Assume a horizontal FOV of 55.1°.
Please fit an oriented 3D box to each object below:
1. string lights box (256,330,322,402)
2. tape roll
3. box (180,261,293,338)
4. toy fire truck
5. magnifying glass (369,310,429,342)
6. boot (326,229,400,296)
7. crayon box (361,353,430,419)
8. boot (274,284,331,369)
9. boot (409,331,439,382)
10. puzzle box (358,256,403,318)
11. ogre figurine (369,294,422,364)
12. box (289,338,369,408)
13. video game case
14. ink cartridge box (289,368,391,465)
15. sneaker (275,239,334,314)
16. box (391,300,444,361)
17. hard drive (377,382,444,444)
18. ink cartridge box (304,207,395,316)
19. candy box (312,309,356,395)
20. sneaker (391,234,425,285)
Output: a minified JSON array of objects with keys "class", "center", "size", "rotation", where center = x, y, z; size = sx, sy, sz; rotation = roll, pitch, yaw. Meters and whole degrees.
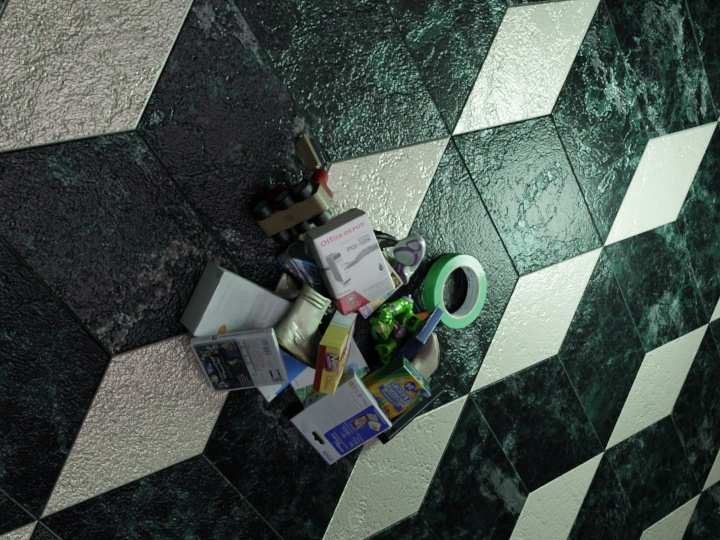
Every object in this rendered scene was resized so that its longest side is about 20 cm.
[{"class":"string lights box","center":[-0.182,0.207,1.668],"size":[0.199,0.059,0.104],"rotation":[-40,120,-17]},{"class":"tape roll","center":[0.262,0.056,1.902],"size":[0.197,0.048,0.206],"rotation":[-7,102,-35]},{"class":"box","center":[-0.276,0.096,1.554],"size":[0.198,0.106,0.155],"rotation":[29,87,-34]},{"class":"toy fire truck","center":[-0.146,-0.190,1.560],"size":[0.129,0.173,0.202],"rotation":[52,33,-29]},{"class":"magnifying glass","center":[0.111,0.139,1.858],"size":[0.196,0.022,0.082],"rotation":[-12,108,-27]},{"class":"boot","center":[0.003,-0.010,1.731],"size":[0.195,0.069,0.178],"rotation":[0,103,-21]},{"class":"crayon box","center":[0.067,0.319,1.789],"size":[0.198,0.052,0.126],"rotation":[-34,117,19]},{"class":"boot","center":[-0.114,0.133,1.595],"size":[0.157,0.071,0.200],"rotation":[-61,146,-13]},{"class":"boot","center":[0.139,0.273,1.866],"size":[0.144,0.070,0.204],"rotation":[-18,121,-40]},{"class":"puzzle box","center":[0.000,0.000,1.681],"size":[0.133,0.025,0.201],"rotation":[-41,112,-6]},{"class":"ogre figurine","center":[0.091,0.145,1.773],"size":[0.119,0.097,0.203],"rotation":[-38,126,-30]},{"class":"box","center":[-0.083,0.260,1.757],"size":[0.199,0.036,0.146],"rotation":[-38,119,-17]},{"class":"video game case","center":[-0.262,0.200,1.524],"size":[0.177,0.024,0.202],"rotation":[-8,140,0]},{"class":"ink cartridge box","center":[-0.050,0.373,1.747],"size":[0.198,0.047,0.199],"rotation":[-31,121,7]},{"class":"sneaker","center":[-0.114,0.019,1.648],"size":[0.082,0.073,0.201],"rotation":[-44,114,-17]},{"class":"box","center":[0.152,0.168,1.778],"size":[0.032,0.201,0.122],"rotation":[37,52,3]},{"class":"hard drive","center":[0.135,0.389,1.865],"size":[0.199,0.140,0.033],"rotation":[-38,78,-16]},{"class":"ink cartridge box","center":[-0.024,-0.022,1.609],"size":[0.145,0.083,0.203],"rotation":[-27,110,-10]},{"class":"candy box","center":[-0.059,0.185,1.603],"size":[0.055,0.200,0.119],"rotation":[12,111,7]},{"class":"sneaker","center":[0.123,-0.046,1.741],"size":[0.074,0.201,0.100],"rotation":[33,61,5]}]
